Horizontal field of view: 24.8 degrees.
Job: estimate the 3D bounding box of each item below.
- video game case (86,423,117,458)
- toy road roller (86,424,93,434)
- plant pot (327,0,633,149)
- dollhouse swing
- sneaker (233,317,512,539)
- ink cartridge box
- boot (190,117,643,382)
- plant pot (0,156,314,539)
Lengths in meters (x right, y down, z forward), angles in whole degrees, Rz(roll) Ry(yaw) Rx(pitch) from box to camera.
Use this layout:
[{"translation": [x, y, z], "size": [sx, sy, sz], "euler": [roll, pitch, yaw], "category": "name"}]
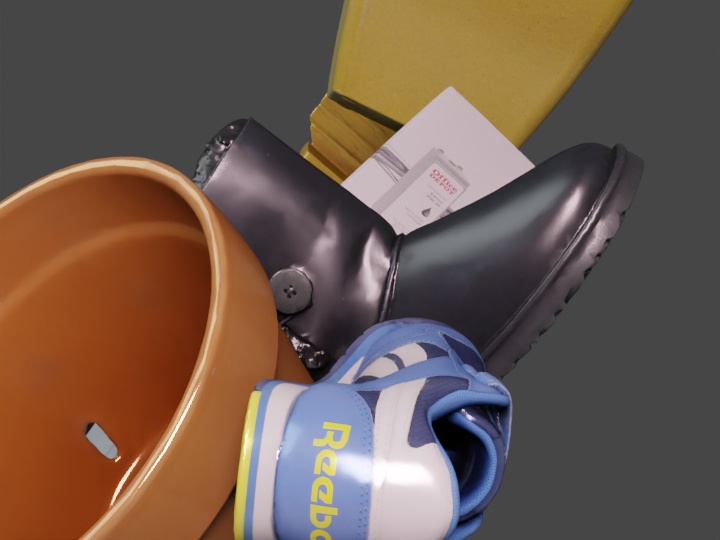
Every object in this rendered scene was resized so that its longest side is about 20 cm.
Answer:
[{"translation": [-0.137, 0.193, 0.845], "size": [0.182, 0.024, 0.200], "euler": [-53, 42, 10], "category": "video game case"}, {"translation": [-0.121, 0.180, 1.061], "size": [0.199, 0.147, 0.123], "euler": [-10, 23, 21], "category": "toy road roller"}, {"translation": [0.073, -0.181, 1.222], "size": [0.200, 0.199, 0.177], "euler": [-138, 74, -85], "category": "plant pot"}, {"translation": [0.022, -0.166, 1.747], "size": [0.200, 0.182, 0.176], "euler": [-52, -15, 10], "category": "dollhouse swing"}, {"translation": [0.022, 0.066, 0.618], "size": [0.200, 0.082, 0.075], "euler": [-26, -61, -68], "category": "sneaker"}, {"translation": [0.000, 0.000, 0.988], "size": [0.200, 0.083, 0.147], "euler": [-44, -3, -39], "category": "ink cartridge box"}, {"translation": [0.006, -0.017, 0.738], "size": [0.200, 0.168, 0.076], "euler": [-51, 5, 21], "category": "boot"}, {"translation": [-0.095, 0.075, 0.664], "size": [0.199, 0.140, 0.201], "euler": [-21, 47, 25], "category": "plant pot"}]
